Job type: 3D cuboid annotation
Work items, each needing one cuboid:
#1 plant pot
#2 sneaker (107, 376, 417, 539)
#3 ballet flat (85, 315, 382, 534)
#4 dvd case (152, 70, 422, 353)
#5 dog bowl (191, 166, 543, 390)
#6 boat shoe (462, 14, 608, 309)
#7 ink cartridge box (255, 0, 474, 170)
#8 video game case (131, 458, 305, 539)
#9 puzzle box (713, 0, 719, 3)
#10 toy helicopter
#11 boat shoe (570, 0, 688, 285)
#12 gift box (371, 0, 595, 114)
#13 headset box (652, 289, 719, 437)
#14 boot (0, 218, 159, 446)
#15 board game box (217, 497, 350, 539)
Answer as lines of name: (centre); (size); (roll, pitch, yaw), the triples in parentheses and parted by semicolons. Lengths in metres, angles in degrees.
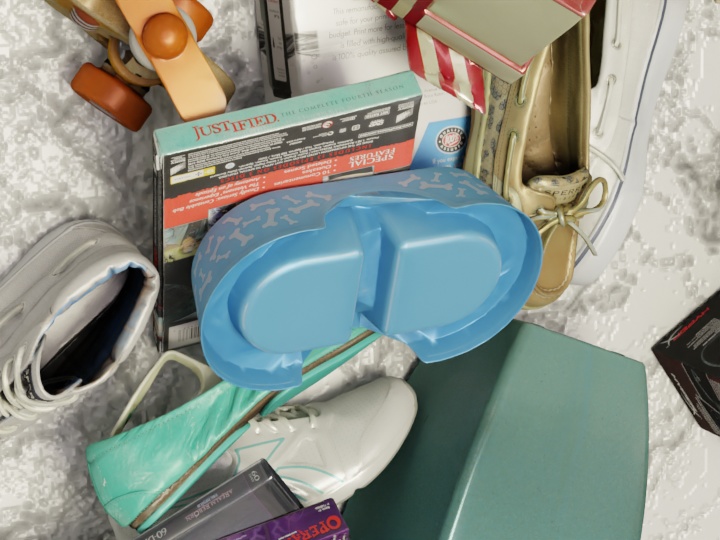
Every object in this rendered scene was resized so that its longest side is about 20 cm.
plant pot: (0.087, 0.133, 1.315); (0.141, 0.141, 0.201); (20, 87, -25)
sneaker: (-0.057, 0.110, 1.285); (0.200, 0.070, 0.080); (-31, 106, -13)
ballet flat: (-0.073, 0.062, 1.234); (0.200, 0.067, 0.070); (-39, 89, -22)
dvd case: (-0.045, -0.028, 1.210); (0.145, 0.022, 0.200); (-15, 149, -13)
dog bowl: (0.000, 0.000, 1.193); (0.199, 0.050, 0.112); (-9, 132, -21)
boat shoe: (0.101, -0.072, 1.248); (0.073, 0.063, 0.201); (-22, 112, -42)
ink cartridge box: (0.004, -0.147, 1.257); (0.116, 0.068, 0.201); (-10, 105, -21)
video game case: (-0.112, 0.193, 1.244); (0.200, 0.019, 0.143); (-31, 144, 1)
puzzle box: (0.270, -0.216, 1.318); (0.199, 0.133, 0.025); (-7, 141, -25)
toy helicopter: (-0.139, -0.140, 1.147); (0.200, 0.132, 0.079); (38, 85, -38)
boat shoe: (0.130, -0.096, 1.317); (0.086, 0.075, 0.203); (16, 92, -25)
gift box: (0.071, -0.201, 1.130); (0.200, 0.187, 0.185); (36, 80, -6)
headset box: (0.296, 0.051, 1.348); (0.149, 0.200, 0.075); (-40, 113, -11)
boot: (-0.192, 0.056, 1.203); (0.074, 0.096, 0.200); (42, 84, -24)
board game box: (-0.066, 0.217, 1.269); (0.120, 0.032, 0.200); (-16, 141, -15)
